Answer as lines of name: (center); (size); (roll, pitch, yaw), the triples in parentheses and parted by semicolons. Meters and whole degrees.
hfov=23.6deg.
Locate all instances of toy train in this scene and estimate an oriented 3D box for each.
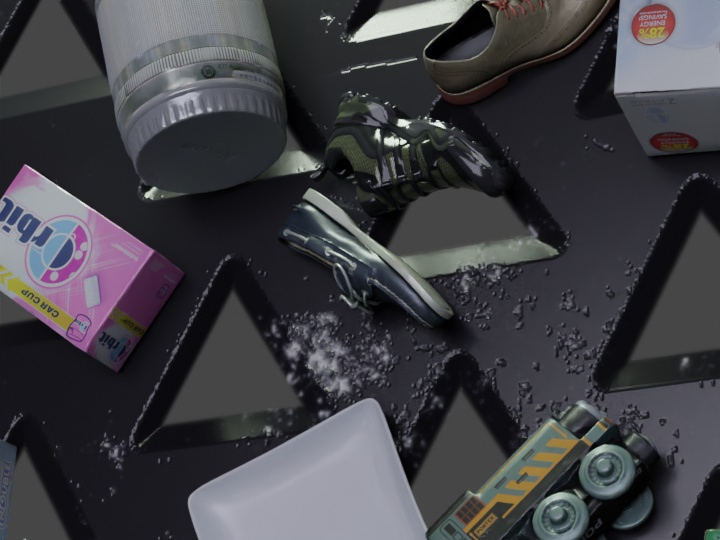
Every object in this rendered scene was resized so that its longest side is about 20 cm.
toy train: (0.145, 0.192, 1.378); (0.200, 0.085, 0.114); (-45, 51, -7)

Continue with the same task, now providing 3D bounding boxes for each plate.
plate: (-0.034, 0.239, 1.473); (0.199, 0.032, 0.201); (-29, 62, 12)

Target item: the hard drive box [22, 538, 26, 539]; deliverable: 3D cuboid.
hard drive box: (-0.261, 0.323, 1.446); (0.156, 0.200, 0.077); (-45, 60, 2)

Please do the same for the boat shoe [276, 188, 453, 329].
boat shoe: (0.000, 0.000, 1.522); (0.200, 0.075, 0.062); (39, 88, 31)

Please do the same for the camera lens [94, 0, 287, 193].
camera lens: (-0.158, -0.194, 1.614); (0.159, 0.160, 0.201); (-22, 64, 15)

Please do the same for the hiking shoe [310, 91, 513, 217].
hiking shoe: (0.048, -0.086, 1.543); (0.199, 0.076, 0.101); (24, 91, 38)

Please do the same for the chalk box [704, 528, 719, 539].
chalk box: (0.311, 0.252, 1.219); (0.124, 0.200, 0.125); (-1, 71, 23)

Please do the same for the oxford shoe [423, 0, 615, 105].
oxford shoe: (0.146, -0.223, 1.540); (0.199, 0.075, 0.071); (-36, 60, 7)

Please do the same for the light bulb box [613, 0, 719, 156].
light bulb box: (0.321, -0.215, 1.431); (0.197, 0.125, 0.202); (-3, 69, 23)

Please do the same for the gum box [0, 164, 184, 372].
gum box: (-0.281, -0.006, 1.652); (0.199, 0.066, 0.114); (32, 84, 30)

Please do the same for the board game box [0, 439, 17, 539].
board game box: (-0.428, 0.264, 1.632); (0.197, 0.043, 0.202); (-5, 69, 23)
